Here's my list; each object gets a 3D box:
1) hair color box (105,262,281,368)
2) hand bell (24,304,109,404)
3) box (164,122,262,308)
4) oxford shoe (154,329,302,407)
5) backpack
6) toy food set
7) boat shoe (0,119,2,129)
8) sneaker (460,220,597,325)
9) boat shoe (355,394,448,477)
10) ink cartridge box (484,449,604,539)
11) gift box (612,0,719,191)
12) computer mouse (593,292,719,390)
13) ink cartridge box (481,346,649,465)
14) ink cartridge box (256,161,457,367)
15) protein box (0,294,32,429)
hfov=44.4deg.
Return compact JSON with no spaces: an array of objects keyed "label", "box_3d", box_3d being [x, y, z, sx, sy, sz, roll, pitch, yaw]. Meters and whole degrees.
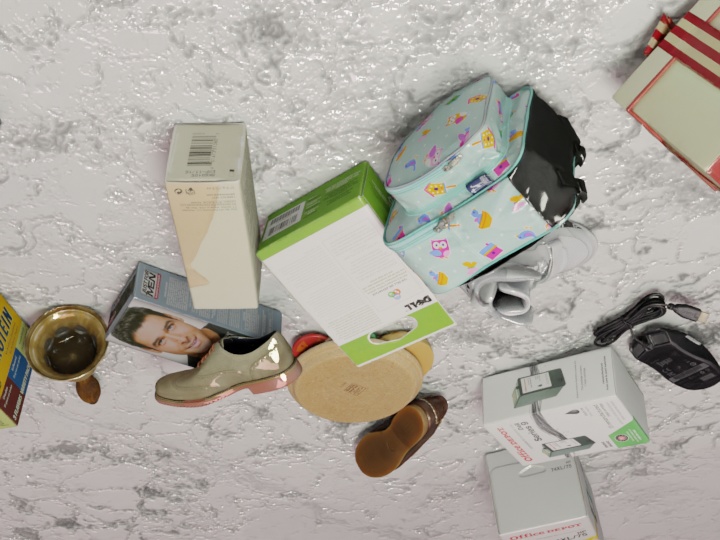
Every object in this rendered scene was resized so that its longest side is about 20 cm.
[{"label":"hair color box","box_3d":[-0.210,0.071,1.123,0.199,0.061,0.099,22,133,-25]},{"label":"hand bell","box_3d":[-0.375,0.139,1.187,0.103,0.105,0.200,1,150,-5]},{"label":"box","box_3d":[-0.155,-0.054,0.962,0.077,0.095,0.201,-1,137,-1]},{"label":"oxford shoe","box_3d":[-0.173,0.117,1.097,0.198,0.071,0.074,-15,113,13]},{"label":"backpack","box_3d":[0.108,-0.082,0.889,0.153,0.176,0.200,36,126,-15]},{"label":"toy food set","box_3d":[-0.009,0.146,1.230,0.196,0.049,0.201,12,137,-16]},{"label":"boat shoe","box_3d":[-0.459,-0.135,0.869,0.198,0.072,0.066,-13,134,9]},{"label":"sneaker","box_3d":[0.197,0.003,1.009,0.198,0.115,0.076,-6,126,-15]},{"label":"boat shoe","box_3d":[0.064,0.253,1.341,0.070,0.071,0.200,-23,164,-43]},{"label":"ink cartridge box","box_3d":[0.308,0.395,1.456,0.146,0.147,0.200,-17,136,15]},{"label":"gift box","box_3d":[0.378,-0.160,0.813,0.200,0.187,0.184,-45,124,14]},{"label":"computer mouse","box_3d":[0.430,0.088,1.195,0.199,0.046,0.140,25,140,-14]},{"label":"ink cartridge box","box_3d":[0.292,0.200,1.266,0.199,0.085,0.146,-19,136,28]},{"label":"ink cartridge box","box_3d":[0.000,0.000,1.010,0.147,0.076,0.200,-26,120,24]},{"label":"protein box","box_3d":[-0.542,0.098,1.076,0.198,0.136,0.199,-10,137,9]}]
